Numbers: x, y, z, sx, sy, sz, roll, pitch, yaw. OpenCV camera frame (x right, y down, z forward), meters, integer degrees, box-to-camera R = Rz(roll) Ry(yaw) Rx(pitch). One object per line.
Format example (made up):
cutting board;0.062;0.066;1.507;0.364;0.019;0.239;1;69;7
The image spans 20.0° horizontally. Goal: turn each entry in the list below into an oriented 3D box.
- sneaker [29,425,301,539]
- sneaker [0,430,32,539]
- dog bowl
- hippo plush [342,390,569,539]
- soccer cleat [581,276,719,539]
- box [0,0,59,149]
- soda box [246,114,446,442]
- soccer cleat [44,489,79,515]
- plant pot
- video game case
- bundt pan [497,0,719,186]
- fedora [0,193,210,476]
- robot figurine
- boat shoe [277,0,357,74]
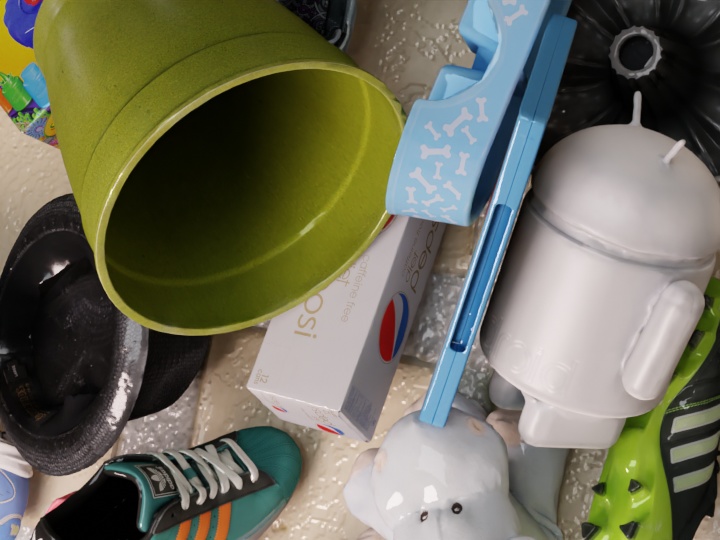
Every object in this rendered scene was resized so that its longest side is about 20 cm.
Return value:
sneaker;-0.117;0.145;1.272;0.200;0.080;0.071;-28;60;-27
sneaker;-0.317;0.155;1.402;0.200;0.076;0.077;-7;74;22
dog bowl;0.076;-0.118;1.193;0.049;0.111;0.200;22;90;10
hippo plush;0.045;0.161;1.210;0.159;0.161;0.200;-14;76;19
soccer cleat;0.186;0.100;1.219;0.067;0.081;0.200;-2;59;43
box;-0.182;-0.212;1.384;0.200;0.122;0.193;-45;68;10
soda box;0.000;0.000;1.284;0.068;0.064;0.200;13;72;24
soccer cleat;-0.121;0.207;1.316;0.200;0.073;0.068;34;95;23
plant pot;-0.103;-0.099;1.229;0.200;0.200;0.193;-44;52;10
video game case;0.078;-0.029;1.152;0.018;0.143;0.200;19;121;3
bundt pan;0.176;-0.125;1.250;0.201;0.076;0.202;-3;81;21
fedora;-0.162;0.043;1.331;0.200;0.091;0.201;-7;81;53
robot figurine;0.137;0.003;1.154;0.170;0.113;0.200;47;127;50
boat shoe;-0.040;-0.157;1.306;0.072;0.070;0.201;-122;39;-59
